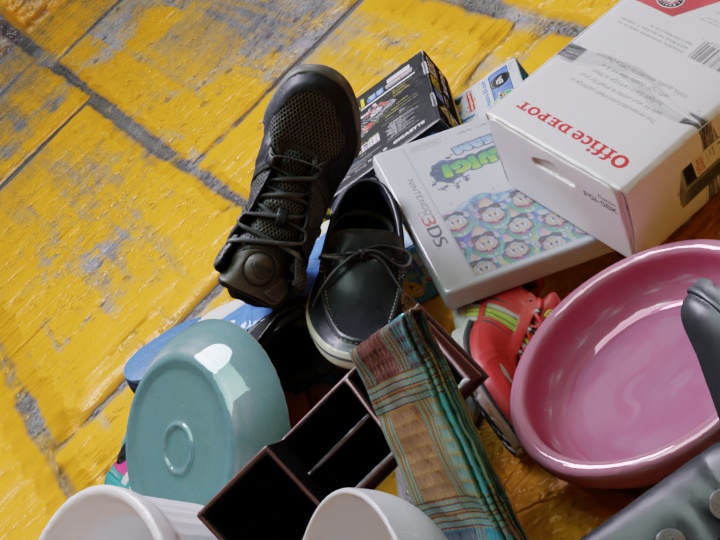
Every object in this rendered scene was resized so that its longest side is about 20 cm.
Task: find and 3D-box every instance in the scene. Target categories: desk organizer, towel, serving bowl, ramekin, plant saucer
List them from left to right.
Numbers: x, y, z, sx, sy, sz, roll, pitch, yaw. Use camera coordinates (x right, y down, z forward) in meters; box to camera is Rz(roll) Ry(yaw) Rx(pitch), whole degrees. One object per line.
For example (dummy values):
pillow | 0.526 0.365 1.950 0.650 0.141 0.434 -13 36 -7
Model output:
ramekin | -0.150 0.254 1.045 0.200 0.098 0.201 -13 72 45
plant saucer | -0.128 0.137 1.139 0.200 0.036 0.200 -3 86 48
desk organizer | -0.012 0.117 0.998 0.200 0.072 0.077 -45 -9 6
serving bowl | 0.023 0.230 0.893 0.200 0.066 0.200 180 90 -67
towel | 0.051 0.127 0.878 0.022 0.200 0.147 -22 -6 -18
plant saucer | 0.196 0.067 0.978 0.200 0.051 0.201 -28 33 20

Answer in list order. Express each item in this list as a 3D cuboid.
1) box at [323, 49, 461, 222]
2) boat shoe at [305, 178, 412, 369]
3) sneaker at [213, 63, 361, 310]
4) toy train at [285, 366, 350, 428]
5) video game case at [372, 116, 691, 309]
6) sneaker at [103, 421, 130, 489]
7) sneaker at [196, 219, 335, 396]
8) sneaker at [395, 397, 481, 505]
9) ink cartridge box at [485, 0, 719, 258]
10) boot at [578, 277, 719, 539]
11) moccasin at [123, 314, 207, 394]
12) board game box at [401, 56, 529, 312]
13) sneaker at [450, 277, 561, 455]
box | 0.000 -0.101 1.368 0.200 0.049 0.160 -35 25 15
boat shoe | 0.000 0.000 1.113 0.075 0.062 0.200 6 37 -1
sneaker | -0.053 -0.049 1.084 0.114 0.076 0.199 -80 11 -54
toy train | -0.028 0.131 1.176 0.116 0.085 0.200 -23 33 2
video game case | 0.130 -0.065 1.168 0.200 0.024 0.182 -20 43 -6
sneaker | -0.148 0.161 1.280 0.200 0.084 0.121 -19 45 40
sneaker | -0.031 0.030 1.187 0.200 0.077 0.111 -34 33 -21
sneaker | 0.040 0.121 1.069 0.076 0.092 0.200 -31 30 20
ink cartridge box | 0.218 -0.120 1.111 0.200 0.083 0.147 -40 48 -15
boot | 0.179 0.123 0.850 0.200 0.066 0.165 -42 61 4
moccasin | -0.106 0.076 1.305 0.200 0.068 0.080 -19 35 -2
board game box | 0.087 -0.077 1.332 0.196 0.056 0.200 -34 28 17
sneaker | 0.115 0.050 1.097 0.085 0.077 0.200 -24 34 15
